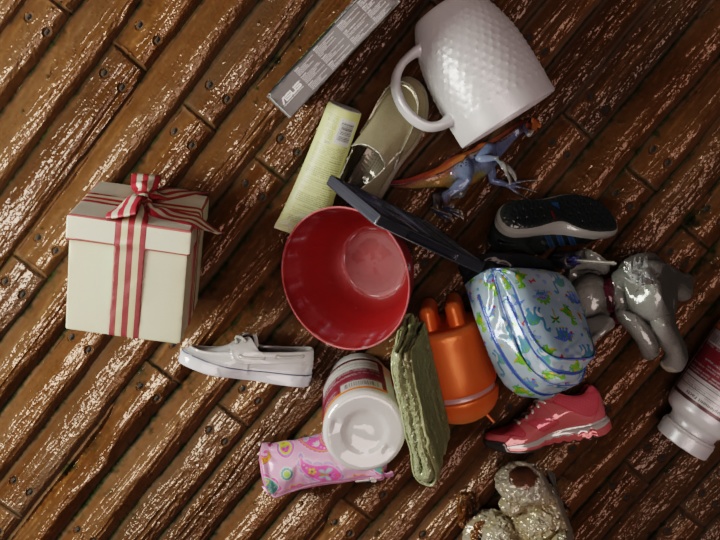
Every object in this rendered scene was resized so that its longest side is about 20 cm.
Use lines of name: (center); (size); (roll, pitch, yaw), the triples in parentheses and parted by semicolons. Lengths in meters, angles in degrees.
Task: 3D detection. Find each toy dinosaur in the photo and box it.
toy dinosaur: (0.167, -0.158, 1.327); (0.199, 0.105, 0.183); (30, 81, 2)

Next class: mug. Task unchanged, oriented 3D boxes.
mug: (0.134, -0.266, 1.260); (0.199, 0.148, 0.176); (-31, 91, -11)

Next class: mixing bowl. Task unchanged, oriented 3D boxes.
mixing bowl: (0.000, 0.000, 1.321); (0.198, 0.108, 0.202); (7, 106, 26)

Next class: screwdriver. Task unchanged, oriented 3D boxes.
screwdriver: (0.314, -0.015, 1.306); (0.029, 0.200, 0.028); (-28, 97, -14)

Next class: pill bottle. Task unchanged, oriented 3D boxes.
pill bottle: (0.001, 0.193, 1.333); (0.113, 0.200, 0.115); (0, 102, -2)
pill bottle: (0.538, 0.178, 1.403); (0.112, 0.113, 0.201); (30, 100, -9)

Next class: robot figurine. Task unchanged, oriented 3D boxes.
robot figurine: (0.136, 0.138, 1.373); (0.143, 0.116, 0.202); (-21, 103, -27)

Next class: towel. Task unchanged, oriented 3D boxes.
towel: (0.080, 0.172, 1.262); (0.036, 0.148, 0.202); (-10, 105, 17)

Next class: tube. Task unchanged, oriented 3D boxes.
tube: (-0.057, -0.140, 1.338); (0.058, 0.052, 0.202); (30, 107, 33)

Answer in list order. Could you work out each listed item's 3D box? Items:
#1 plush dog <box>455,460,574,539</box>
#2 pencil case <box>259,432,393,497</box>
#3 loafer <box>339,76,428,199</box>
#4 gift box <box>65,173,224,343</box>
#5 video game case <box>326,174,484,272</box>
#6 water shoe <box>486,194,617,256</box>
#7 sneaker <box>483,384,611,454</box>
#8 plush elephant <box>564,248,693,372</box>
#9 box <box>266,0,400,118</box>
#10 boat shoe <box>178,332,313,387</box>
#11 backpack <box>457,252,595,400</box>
plush dog: (0.235, 0.405, 1.442); (0.171, 0.160, 0.202); (-24, 75, 17)
pencil case: (-0.052, 0.287, 1.410); (0.198, 0.087, 0.088); (-8, 103, -1)
loafer: (0.031, -0.177, 1.310); (0.075, 0.068, 0.201); (28, 102, 20)
gift box: (-0.289, -0.026, 1.287); (0.198, 0.185, 0.189); (5, 111, -8)
video game case: (0.061, -0.063, 1.268); (0.199, 0.143, 0.019); (22, 103, -37)
water shoe: (0.277, -0.064, 1.367); (0.198, 0.072, 0.079); (1, 147, -19)
sneaker: (0.279, 0.223, 1.431); (0.198, 0.074, 0.088); (-11, 89, -4)
plush elephant: (0.375, 0.047, 1.356); (0.200, 0.154, 0.166); (37, 55, -41)
box: (-0.039, -0.291, 1.228); (0.048, 0.193, 0.200); (44, 98, -10)
boat shoe: (-0.166, 0.124, 1.382); (0.198, 0.074, 0.066); (9, 97, -15)
backpack: (0.238, 0.078, 1.297); (0.162, 0.153, 0.202); (9, 70, -36)
